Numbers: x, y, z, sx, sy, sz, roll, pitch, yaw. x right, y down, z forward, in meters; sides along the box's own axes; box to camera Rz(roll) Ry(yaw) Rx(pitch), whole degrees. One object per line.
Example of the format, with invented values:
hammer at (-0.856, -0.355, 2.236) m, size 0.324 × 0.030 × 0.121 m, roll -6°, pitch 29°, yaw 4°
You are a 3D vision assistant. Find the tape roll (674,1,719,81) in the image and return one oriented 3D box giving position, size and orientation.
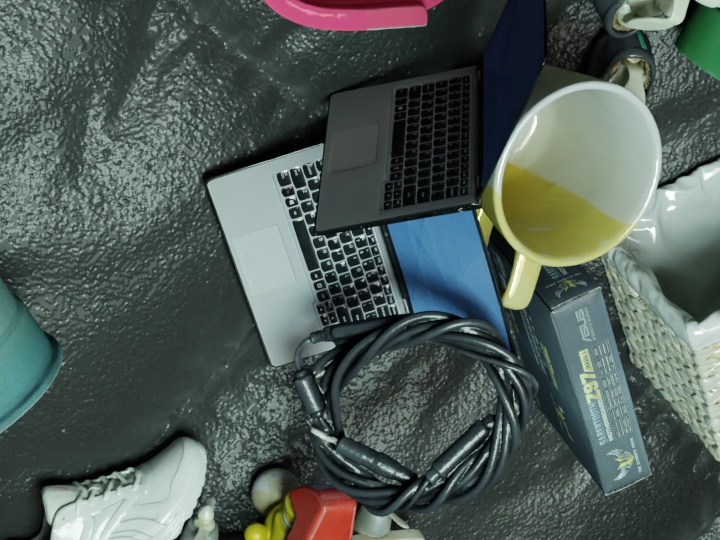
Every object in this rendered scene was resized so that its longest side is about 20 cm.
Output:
tape roll at (0.353, -0.157, 1.656) m, size 0.199 × 0.201 × 0.048 m, roll 21°, pitch 107°, yaw -27°

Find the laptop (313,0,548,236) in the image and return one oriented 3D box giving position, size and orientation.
laptop at (0.052, -0.141, 1.522) m, size 0.198 × 0.188 × 0.117 m, roll -10°, pitch 126°, yaw 11°

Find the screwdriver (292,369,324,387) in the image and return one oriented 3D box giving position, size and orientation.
screwdriver at (0.032, 0.056, 1.743) m, size 0.199 × 0.028 × 0.029 m, roll -22°, pitch 150°, yaw -13°

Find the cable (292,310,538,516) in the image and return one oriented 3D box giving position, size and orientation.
cable at (0.046, 0.113, 1.613) m, size 0.198 × 0.051 × 0.165 m, roll -9°, pitch 97°, yaw 19°

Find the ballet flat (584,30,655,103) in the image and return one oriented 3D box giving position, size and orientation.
ballet flat at (0.200, -0.105, 1.704) m, size 0.072 × 0.073 × 0.201 m, roll 8°, pitch 112°, yaw -23°

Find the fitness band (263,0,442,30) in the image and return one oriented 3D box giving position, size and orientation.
fitness band at (0.003, -0.260, 1.576) m, size 0.198 × 0.037 × 0.145 m, roll -4°, pitch 114°, yaw -19°

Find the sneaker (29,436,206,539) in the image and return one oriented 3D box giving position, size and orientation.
sneaker at (-0.216, 0.204, 1.703) m, size 0.200 × 0.078 × 0.099 m, roll -44°, pitch 113°, yaw 0°

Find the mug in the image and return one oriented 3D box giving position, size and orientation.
mug at (0.125, -0.087, 1.627) m, size 0.187 × 0.153 × 0.149 m, roll -46°, pitch 124°, yaw -2°

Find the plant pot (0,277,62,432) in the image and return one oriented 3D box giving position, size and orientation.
plant pot at (-0.351, 0.024, 1.505) m, size 0.199 × 0.200 × 0.197 m, roll -26°, pitch 113°, yaw -6°

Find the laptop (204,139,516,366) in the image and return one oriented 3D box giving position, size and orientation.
laptop at (0.000, 0.000, 1.628) m, size 0.198 × 0.116 × 0.188 m, roll -17°, pitch 120°, yaw 1°

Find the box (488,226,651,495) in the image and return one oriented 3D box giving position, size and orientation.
box at (0.175, 0.068, 1.729) m, size 0.051 × 0.158 × 0.201 m, roll -24°, pitch 122°, yaw -7°

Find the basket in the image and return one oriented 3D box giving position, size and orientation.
basket at (0.333, 0.022, 1.743) m, size 0.199 × 0.198 × 0.162 m, roll -26°, pitch 126°, yaw -7°

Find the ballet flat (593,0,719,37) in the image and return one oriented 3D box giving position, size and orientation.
ballet flat at (0.257, -0.230, 1.587) m, size 0.073 × 0.199 × 0.074 m, roll 12°, pitch 69°, yaw -35°

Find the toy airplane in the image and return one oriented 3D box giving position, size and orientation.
toy airplane at (-0.062, 0.242, 1.756) m, size 0.198 × 0.142 × 0.200 m, roll -25°, pitch 153°, yaw 15°
